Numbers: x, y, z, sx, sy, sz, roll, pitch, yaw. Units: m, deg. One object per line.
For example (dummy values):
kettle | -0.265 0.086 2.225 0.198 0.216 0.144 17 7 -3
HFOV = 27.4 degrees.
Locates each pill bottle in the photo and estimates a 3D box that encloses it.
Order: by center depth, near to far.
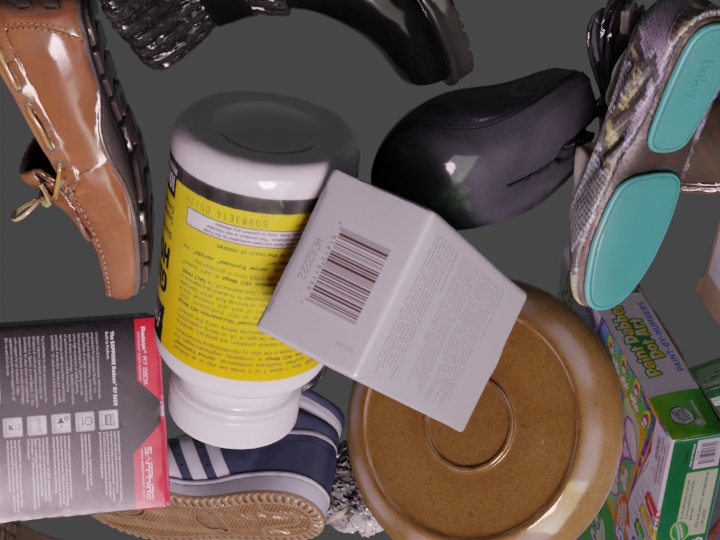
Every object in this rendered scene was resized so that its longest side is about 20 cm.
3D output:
pill bottle | -0.067 0.003 0.898 0.111 0.113 0.202 0 121 -18

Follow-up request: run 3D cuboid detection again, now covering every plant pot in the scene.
plant pot | 0.076 0.102 0.987 0.200 0.201 0.027 -39 159 14

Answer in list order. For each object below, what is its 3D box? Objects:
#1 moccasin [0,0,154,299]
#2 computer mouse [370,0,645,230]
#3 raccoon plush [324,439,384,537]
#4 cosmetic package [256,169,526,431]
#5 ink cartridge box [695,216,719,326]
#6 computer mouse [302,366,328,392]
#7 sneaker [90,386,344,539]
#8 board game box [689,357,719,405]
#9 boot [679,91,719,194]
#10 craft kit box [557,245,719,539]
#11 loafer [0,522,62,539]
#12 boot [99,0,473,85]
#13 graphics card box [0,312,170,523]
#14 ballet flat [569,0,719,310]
moccasin | -0.167 -0.067 0.849 0.077 0.074 0.203 -11 133 3
computer mouse | 0.101 -0.079 0.909 0.198 0.053 0.139 -22 136 -21
raccoon plush | 0.032 0.111 1.057 0.133 0.097 0.202 9 113 -14
cosmetic package | 0.026 0.023 0.881 0.102 0.071 0.200 -63 154 -4
ink cartridge box | 0.342 -0.046 1.031 0.163 0.075 0.201 -6 130 -15
computer mouse | 0.000 0.000 0.975 0.058 0.034 0.201 18 116 -46
sneaker | -0.104 0.127 1.035 0.198 0.109 0.070 0 137 21
board game box | 0.317 0.070 1.064 0.133 0.029 0.200 -7 170 -14
boot | 0.249 -0.101 0.888 0.198 0.076 0.097 -12 160 17
craft kit box | 0.183 0.117 1.028 0.048 0.198 0.202 -7 129 -9
loafer | -0.249 0.217 1.050 0.068 0.076 0.200 4 149 28
boot | -0.048 -0.150 0.814 0.157 0.080 0.212 -37 119 4
graphics card box | -0.224 0.095 0.934 0.198 0.051 0.127 -4 93 -17
ballet flat | 0.165 -0.075 0.890 0.071 0.072 0.202 6 120 -22
